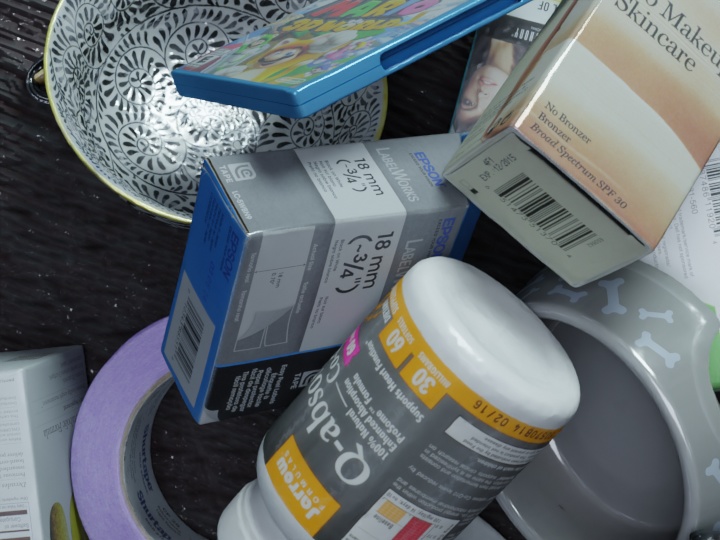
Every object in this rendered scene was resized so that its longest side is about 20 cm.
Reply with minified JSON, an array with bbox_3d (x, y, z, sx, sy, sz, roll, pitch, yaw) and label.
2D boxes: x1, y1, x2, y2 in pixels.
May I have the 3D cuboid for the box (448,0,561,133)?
[{"bbox_3d":[0.117,-0.163,0.886,0.082,0.049,0.201,15,95,7],"label":"box"}]

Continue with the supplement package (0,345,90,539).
[{"bbox_3d":[-0.231,0.157,0.921,0.109,0.114,0.201,-5,94,9],"label":"supplement package"}]

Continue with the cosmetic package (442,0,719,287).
[{"bbox_3d":[0.145,-0.104,0.781,0.103,0.087,0.200,38,66,-9],"label":"cosmetic package"}]

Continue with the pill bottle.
[{"bbox_3d":[0.016,0.099,0.792,0.116,0.116,0.200,42,111,3],"label":"pill bottle"}]

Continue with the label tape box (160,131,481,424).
[{"bbox_3d":[0.000,0.000,0.819,0.063,0.199,0.145,57,143,36],"label":"label tape box"}]

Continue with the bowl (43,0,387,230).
[{"bbox_3d":[-0.092,-0.097,0.880,0.200,0.094,0.202,6,65,-13],"label":"bowl"}]

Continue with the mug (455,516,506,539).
[{"bbox_3d":[0.047,0.271,0.877,0.175,0.148,0.200,-41,94,13],"label":"mug"}]

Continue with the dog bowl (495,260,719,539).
[{"bbox_3d":[0.139,0.093,0.838,0.059,0.200,0.201,-23,90,-35],"label":"dog bowl"}]

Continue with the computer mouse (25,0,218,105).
[{"bbox_3d":[-0.134,-0.170,0.927,0.200,0.034,0.059,-37,89,9],"label":"computer mouse"}]

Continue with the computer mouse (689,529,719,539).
[{"bbox_3d":[0.223,0.230,0.803,0.138,0.053,0.201,21,121,14],"label":"computer mouse"}]

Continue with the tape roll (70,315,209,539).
[{"bbox_3d":[-0.078,0.119,0.922,0.199,0.066,0.201,0,93,8],"label":"tape roll"}]

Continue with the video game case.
[{"bbox_3d":[0.010,-0.138,0.804,0.200,0.143,0.018,-30,115,-24],"label":"video game case"}]

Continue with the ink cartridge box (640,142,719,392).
[{"bbox_3d":[0.255,-0.016,0.859,0.199,0.084,0.147,-11,92,8],"label":"ink cartridge box"}]
